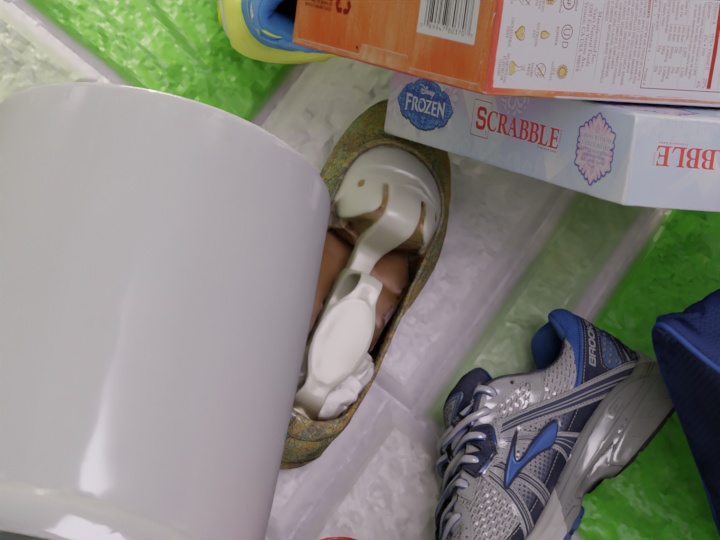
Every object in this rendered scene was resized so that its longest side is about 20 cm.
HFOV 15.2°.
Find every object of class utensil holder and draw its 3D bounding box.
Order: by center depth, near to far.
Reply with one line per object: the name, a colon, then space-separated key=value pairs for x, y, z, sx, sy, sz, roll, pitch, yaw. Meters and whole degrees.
utensil holder: x=-0.108 y=0.043 z=1.143 sx=0.170 sy=0.170 sz=0.200 roll=18 pitch=68 yaw=-14

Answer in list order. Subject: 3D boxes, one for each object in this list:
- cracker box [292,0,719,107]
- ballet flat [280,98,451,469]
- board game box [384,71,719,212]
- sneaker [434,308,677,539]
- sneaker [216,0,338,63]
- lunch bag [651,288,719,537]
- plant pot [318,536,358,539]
cracker box: x=0.089 y=-0.111 z=1.182 sx=0.200 sy=0.134 sz=0.058 roll=1 pitch=102 yaw=-40
ballet flat: x=0.000 y=0.000 z=1.250 sx=0.071 sy=0.071 sz=0.200 roll=29 pitch=67 yaw=-10
board game box: x=0.146 y=-0.060 z=1.232 sx=0.200 sy=0.199 sz=0.041 roll=2 pitch=100 yaw=-31
sneaker: x=0.063 y=0.095 z=1.248 sx=0.085 sy=0.077 sz=0.200 roll=42 pitch=56 yaw=1
sneaker: x=0.034 y=-0.133 z=1.257 sx=0.200 sy=0.105 sz=0.076 roll=-16 pitch=101 yaw=-4
lunch bag: x=0.235 y=0.083 z=1.225 sx=0.132 sy=0.136 sz=0.200 roll=-29 pitch=123 yaw=-9
plant pot: x=0.036 y=0.204 z=1.075 sx=0.182 sy=0.200 sz=0.201 roll=13 pitch=66 yaw=22
